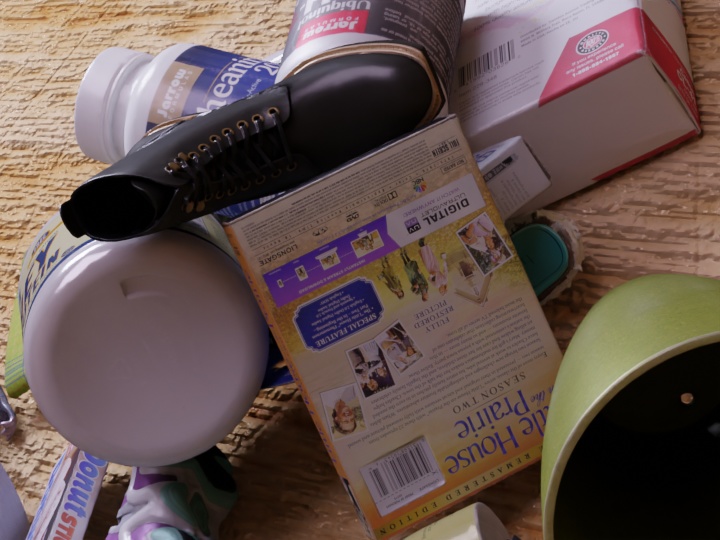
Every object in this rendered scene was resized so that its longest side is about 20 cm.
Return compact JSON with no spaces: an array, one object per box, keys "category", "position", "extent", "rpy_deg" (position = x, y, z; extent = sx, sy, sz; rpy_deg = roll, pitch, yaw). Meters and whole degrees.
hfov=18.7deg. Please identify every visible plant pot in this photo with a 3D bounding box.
[{"category":"plant pot","position":[0.168,0.079,1.105],"extent":[0.187,0.187,0.200],"rpy_deg":[-36,20,8]}]

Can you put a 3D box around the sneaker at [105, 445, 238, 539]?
[{"category":"sneaker","position":[-0.147,0.180,1.375],"extent":[0.140,0.078,0.200],"rpy_deg":[-40,25,17]}]

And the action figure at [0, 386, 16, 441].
[{"category":"action figure","position":[-0.340,0.086,1.601],"extent":[0.134,0.149,0.200],"rpy_deg":[-29,3,3]}]

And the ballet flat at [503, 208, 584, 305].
[{"category":"ballet flat","position":[0.058,0.028,1.359],"extent":[0.200,0.072,0.072],"rpy_deg":[-32,36,17]}]

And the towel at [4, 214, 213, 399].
[{"category":"towel","position":[-0.182,0.005,1.591],"extent":[0.200,0.023,0.144],"rpy_deg":[-26,44,33]}]

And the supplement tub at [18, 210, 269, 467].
[{"category":"supplement tub","position":[-0.139,0.026,1.357],"extent":[0.145,0.145,0.200],"rpy_deg":[-41,17,1]}]

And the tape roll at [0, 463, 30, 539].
[{"category":"tape roll","position":[-0.295,0.179,1.410],"extent":[0.066,0.200,0.201],"rpy_deg":[-27,37,23]}]

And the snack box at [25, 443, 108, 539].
[{"category":"snack box","position":[-0.196,0.166,1.416],"extent":[0.072,0.024,0.200],"rpy_deg":[-55,11,26]}]

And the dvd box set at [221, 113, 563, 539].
[{"category":"dvd box set","position":[0.029,0.032,1.229],"extent":[0.146,0.200,0.029],"rpy_deg":[-27,7,-11]}]

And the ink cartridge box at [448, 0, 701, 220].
[{"category":"ink cartridge box","position":[0.136,-0.149,1.443],"extent":[0.147,0.086,0.200],"rpy_deg":[-26,36,24]}]

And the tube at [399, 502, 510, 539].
[{"category":"tube","position":[-0.009,0.192,1.238],"extent":[0.200,0.058,0.052],"rpy_deg":[-27,29,18]}]

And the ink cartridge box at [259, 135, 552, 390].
[{"category":"ink cartridge box","position":[0.000,0.000,1.350],"extent":[0.200,0.041,0.200],"rpy_deg":[-38,7,-20]}]

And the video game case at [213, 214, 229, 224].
[{"category":"video game case","position":[-0.120,0.023,1.563],"extent":[0.182,0.022,0.200],"rpy_deg":[-49,35,-9]}]

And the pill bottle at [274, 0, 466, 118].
[{"category":"pill bottle","position":[0.005,-0.128,1.379],"extent":[0.111,0.111,0.200],"rpy_deg":[-21,37,28]}]

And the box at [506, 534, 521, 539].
[{"category":"box","position":[0.062,0.251,1.119],"extent":[0.200,0.044,0.160],"rpy_deg":[-46,34,-5]}]

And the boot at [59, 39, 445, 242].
[{"category":"boot","position":[-0.059,-0.063,1.228],"extent":[0.200,0.078,0.138],"rpy_deg":[-22,7,23]}]

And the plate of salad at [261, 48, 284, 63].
[{"category":"plate of salad","position":[-0.064,-0.120,1.623],"extent":[0.200,0.048,0.200],"rpy_deg":[-22,32,15]}]

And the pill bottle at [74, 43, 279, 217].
[{"category":"pill bottle","position":[-0.092,-0.095,1.508],"extent":[0.200,0.111,0.111],"rpy_deg":[15,61,22]}]
